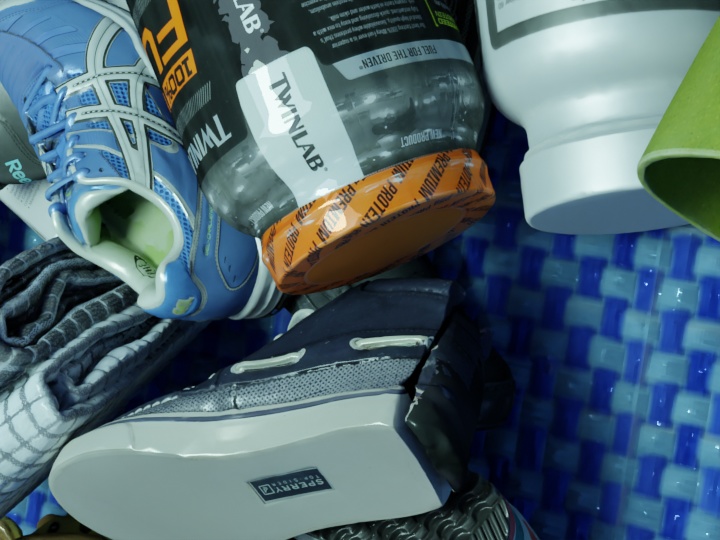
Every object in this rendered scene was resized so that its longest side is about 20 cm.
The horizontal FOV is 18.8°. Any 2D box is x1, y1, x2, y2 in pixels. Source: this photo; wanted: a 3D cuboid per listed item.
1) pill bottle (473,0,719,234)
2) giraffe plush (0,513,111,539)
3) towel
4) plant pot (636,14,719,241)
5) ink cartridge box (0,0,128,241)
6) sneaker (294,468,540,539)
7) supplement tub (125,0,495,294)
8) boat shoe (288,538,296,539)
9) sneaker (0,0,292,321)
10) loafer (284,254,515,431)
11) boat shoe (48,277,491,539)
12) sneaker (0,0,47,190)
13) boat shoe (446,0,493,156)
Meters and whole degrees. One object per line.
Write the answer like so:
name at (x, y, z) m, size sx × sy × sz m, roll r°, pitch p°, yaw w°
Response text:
pill bottle at (0.102, -0.121, 0.878) m, size 0.116 × 0.116 × 0.200 m, roll -13°, pitch 78°, yaw 38°
giraffe plush at (-0.135, 0.192, 1.045) m, size 0.200 × 0.172 × 0.162 m, roll 141°, pitch 136°, yaw -70°
towel at (-0.158, 0.048, 1.023) m, size 0.086 × 0.200 × 0.166 m, roll 47°, pitch 120°, yaw 0°
plant pot at (0.218, -0.094, 0.757) m, size 0.187 × 0.187 × 0.200 m, roll 16°, pitch 81°, yaw 40°
ink cartridge box at (-0.157, -0.139, 1.141) m, size 0.176 × 0.045 × 0.200 m, roll 38°, pitch 109°, yaw 35°
sneaker at (0.013, 0.109, 0.948) m, size 0.070 × 0.093 × 0.200 m, roll -51°, pitch 39°, yaw -11°
supplement tub at (-0.027, -0.100, 0.887) m, size 0.122 × 0.122 × 0.200 m, roll -32°, pitch 74°, yaw 33°
boat shoe at (-0.045, 0.123, 1.005) m, size 0.200 × 0.074 × 0.060 m, roll 38°, pitch 110°, yaw 33°
sneaker at (-0.110, -0.055, 0.973) m, size 0.200 × 0.077 × 0.076 m, roll 45°, pitch 125°, yaw 23°
loafer at (0.000, 0.000, 0.981) m, size 0.201 × 0.068 × 0.070 m, roll 42°, pitch 121°, yaw 38°
boat shoe at (-0.034, 0.060, 0.911) m, size 0.200 × 0.075 × 0.093 m, roll -8°, pitch 39°, yaw 30°
sneaker at (-0.171, -0.140, 1.091) m, size 0.079 × 0.075 × 0.200 m, roll -6°, pitch 89°, yaw 24°
boat shoe at (0.029, -0.137, 0.966) m, size 0.075 × 0.075 × 0.203 m, roll 4°, pitch 88°, yaw 40°
